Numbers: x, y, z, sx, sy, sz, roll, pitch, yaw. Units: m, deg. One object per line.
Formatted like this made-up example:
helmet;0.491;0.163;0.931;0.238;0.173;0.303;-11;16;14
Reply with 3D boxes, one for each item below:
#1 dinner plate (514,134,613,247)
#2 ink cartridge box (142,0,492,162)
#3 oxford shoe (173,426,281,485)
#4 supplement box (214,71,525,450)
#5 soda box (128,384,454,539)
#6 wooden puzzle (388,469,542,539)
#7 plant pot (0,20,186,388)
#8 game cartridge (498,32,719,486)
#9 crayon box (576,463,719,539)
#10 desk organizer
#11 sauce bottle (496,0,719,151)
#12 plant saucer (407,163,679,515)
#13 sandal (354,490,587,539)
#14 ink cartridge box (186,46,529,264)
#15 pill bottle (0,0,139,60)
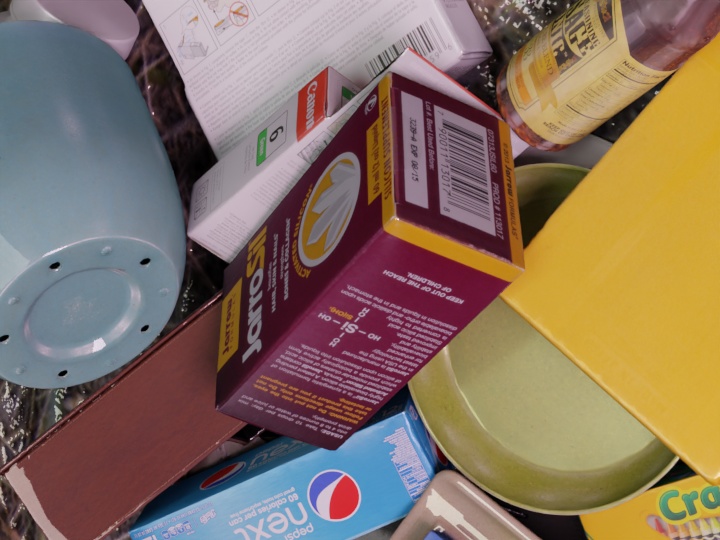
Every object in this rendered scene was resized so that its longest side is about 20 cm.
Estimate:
dinner plate;0.112;0.015;0.967;0.199;0.024;0.202;6;102;31
ink cartridge box;-0.037;-0.162;1.018;0.199;0.043;0.175;-31;81;34
oxford shoe;-0.083;0.139;1.091;0.072;0.071;0.202;-7;95;29
supplement box;0.000;0.000;0.916;0.200;0.085;0.111;-47;32;41
soda box;-0.042;0.143;1.020;0.199;0.068;0.065;-24;100;13
wooden puzzle;0.058;0.246;0.924;0.185;0.046;0.201;37;95;20
plant pot;-0.199;-0.026;1.000;0.201;0.199;0.161;-56;49;27
game cartridge;0.198;-0.008;0.849;0.176;0.032;0.200;42;92;19
crayon box;0.234;0.156;0.892;0.199;0.058;0.120;-25;86;34
desk organizer;-0.125;0.099;1.033;0.200;0.072;0.077;-38;78;0
sauce bottle;0.150;-0.133;0.857;0.200;0.066;0.066;-39;77;49
plant saucer;0.115;0.039;0.929;0.198;0.031;0.202;3;96;33
sandal;0.070;0.172;1.010;0.199;0.045;0.076;-5;97;34
ink cartridge box;-0.003;-0.063;0.975;0.200;0.109;0.051;-38;35;32
pill bottle;-0.233;-0.105;1.115;0.112;0.112;0.201;44;119;18
